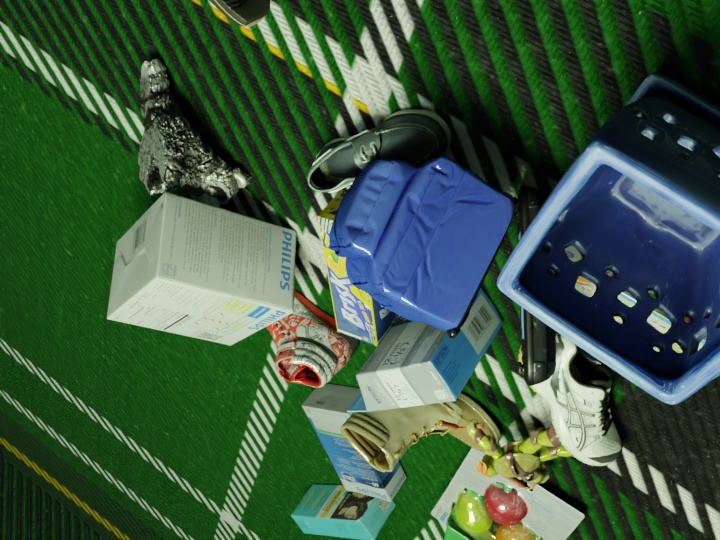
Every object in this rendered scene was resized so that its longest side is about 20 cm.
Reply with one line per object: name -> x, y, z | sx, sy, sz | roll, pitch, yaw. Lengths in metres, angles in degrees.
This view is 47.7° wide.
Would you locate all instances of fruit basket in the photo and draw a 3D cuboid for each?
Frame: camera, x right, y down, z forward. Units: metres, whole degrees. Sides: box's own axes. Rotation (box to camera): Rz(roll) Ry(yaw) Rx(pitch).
fruit basket -> 0.216, 0.365, 1.230 | 0.184, 0.094, 0.201 | 31, 126, 12

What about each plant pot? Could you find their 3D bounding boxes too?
plant pot -> 0.267, -0.038, 0.712 | 0.199, 0.180, 0.201 | 34, 140, 8

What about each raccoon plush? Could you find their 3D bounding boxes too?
raccoon plush -> -0.218, -0.177, 1.097 | 0.096, 0.133, 0.203 | 14, 104, 51

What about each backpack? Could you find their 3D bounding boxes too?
backpack -> 0.055, -0.040, 0.877 | 0.167, 0.164, 0.200 | 33, 175, -6

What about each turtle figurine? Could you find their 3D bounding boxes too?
turtle figurine -> 0.207, 0.235, 1.066 | 0.161, 0.065, 0.200 | -32, 120, 33

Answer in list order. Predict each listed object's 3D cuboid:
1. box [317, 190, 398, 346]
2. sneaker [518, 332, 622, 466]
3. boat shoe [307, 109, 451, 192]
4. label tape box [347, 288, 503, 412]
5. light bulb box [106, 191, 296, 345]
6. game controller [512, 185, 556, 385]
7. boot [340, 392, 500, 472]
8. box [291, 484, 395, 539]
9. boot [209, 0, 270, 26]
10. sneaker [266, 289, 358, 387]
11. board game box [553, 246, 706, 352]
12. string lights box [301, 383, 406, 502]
box -> 0.000, 0.000, 1.066 | 0.069, 0.064, 0.202 | 17, 136, 27
sneaker -> 0.271, 0.156, 0.977 | 0.087, 0.076, 0.201 | -20, 114, 43
boat shoe -> 0.016, -0.128, 0.933 | 0.199, 0.062, 0.073 | -8, 121, 44
label tape box -> 0.066, 0.104, 1.044 | 0.199, 0.144, 0.066 | -15, 117, 46
light bulb box -> -0.222, 0.007, 1.140 | 0.198, 0.126, 0.198 | 16, 153, -32
game controller -> 0.176, 0.016, 0.848 | 0.041, 0.203, 0.104 | -1, 177, 0
boot -> 0.085, 0.226, 1.133 | 0.199, 0.156, 0.073 | 36, 141, 5
box -> -0.034, 0.441, 1.495 | 0.199, 0.082, 0.049 | -14, 116, 46
boot -> -0.189, -0.329, 0.918 | 0.201, 0.077, 0.138 | 55, 146, 4
sneaker -> -0.110, 0.094, 1.211 | 0.200, 0.108, 0.068 | 30, 141, 15
board game box -> 0.287, 0.049, 0.861 | 0.199, 0.034, 0.135 | 32, 160, 12
string lights box -> -0.009, 0.284, 1.345 | 0.102, 0.059, 0.202 | 2, 127, 39
